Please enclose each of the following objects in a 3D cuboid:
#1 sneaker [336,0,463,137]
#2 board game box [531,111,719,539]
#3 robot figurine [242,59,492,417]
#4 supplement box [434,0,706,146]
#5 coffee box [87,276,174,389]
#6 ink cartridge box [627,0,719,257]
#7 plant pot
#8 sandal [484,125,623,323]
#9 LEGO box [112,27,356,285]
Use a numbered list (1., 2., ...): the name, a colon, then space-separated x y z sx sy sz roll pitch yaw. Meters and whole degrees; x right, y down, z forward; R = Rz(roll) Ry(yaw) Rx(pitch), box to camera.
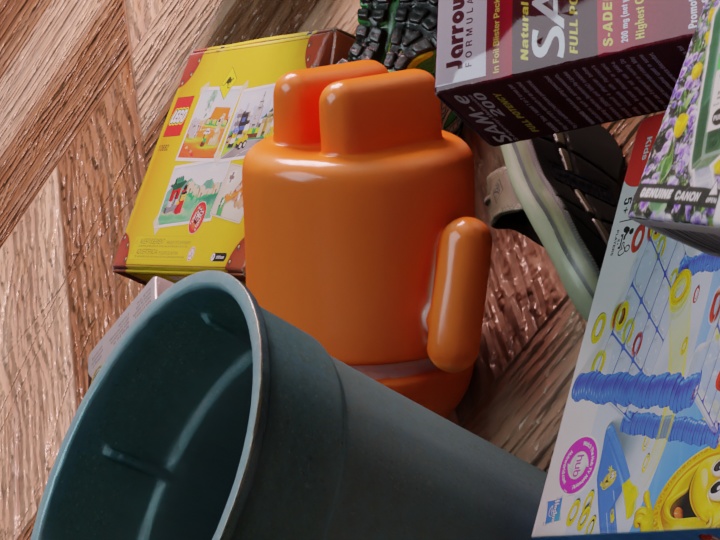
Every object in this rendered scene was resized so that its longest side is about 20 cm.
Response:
1. sneaker: 0.030 -0.107 1.391 0.078 0.085 0.200 30 78 33
2. board game box: 0.167 0.021 1.039 0.196 0.056 0.200 -14 56 59
3. robot figurine: 0.001 0.000 1.270 0.117 0.144 0.200 -45 -45 -69
4. supplement box: 0.133 -0.130 1.124 0.200 0.061 0.109 -12 62 29
5. coffee box: -0.080 0.114 1.373 0.080 0.113 0.200 -49 30 32
6. ink cartridge box: 0.181 -0.101 0.988 0.109 0.050 0.200 10 79 61
7. plant pot: -0.016 0.128 1.139 0.200 0.196 0.200 -45 32 39
8. sandal: 0.086 -0.030 1.211 0.057 0.080 0.201 -50 30 26
9. LEGO box: -0.053 -0.054 1.504 0.200 0.077 0.149 2 71 63
